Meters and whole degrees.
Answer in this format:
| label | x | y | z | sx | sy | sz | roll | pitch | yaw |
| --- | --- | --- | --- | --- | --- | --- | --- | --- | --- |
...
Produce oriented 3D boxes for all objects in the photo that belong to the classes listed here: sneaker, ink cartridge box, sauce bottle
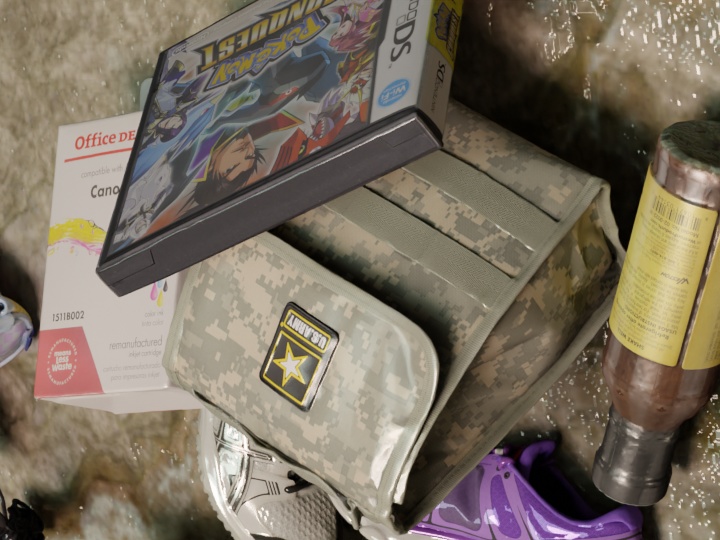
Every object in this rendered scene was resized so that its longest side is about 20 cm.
| label | x | y | z | sx | sy | sz | roll | pitch | yaw |
| --- | --- | --- | --- | --- | --- | --- | --- | --- | --- |
| sneaker | 0.070 | 0.123 | 1.364 | 0.199 | 0.080 | 0.084 | 19 | 102 | 28 |
| ink cartridge box | -0.117 | -0.025 | 1.414 | 0.116 | 0.067 | 0.201 | -7 | 74 | 43 |
| sauce bottle | 0.154 | 0.025 | 1.239 | 0.065 | 0.065 | 0.201 | 32 | 124 | 29 |
| sneaker | -0.050 | 0.079 | 1.439 | 0.087 | 0.075 | 0.201 | -20 | 93 | 45 |

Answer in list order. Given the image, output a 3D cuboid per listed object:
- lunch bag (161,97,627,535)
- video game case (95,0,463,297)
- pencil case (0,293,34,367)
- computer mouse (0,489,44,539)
| label | x | y | z | sx | sy | sz | roll | pitch | yaw |
| --- | --- | --- | --- | --- | --- | --- | --- | --- | --- |
| lunch bag | 0.012 | 0.016 | 1.262 | 0.164 | 0.200 | 0.118 | 31 | 165 | 30 |
| video game case | -0.036 | -0.089 | 1.267 | 0.199 | 0.181 | 0.026 | -24 | 125 | 28 |
| pencil case | -0.297 | -0.014 | 1.622 | 0.200 | 0.083 | 0.091 | 50 | 152 | 17 |
| computer mouse | -0.277 | 0.117 | 1.594 | 0.200 | 0.046 | 0.140 | 52 | 180 | -11 |
